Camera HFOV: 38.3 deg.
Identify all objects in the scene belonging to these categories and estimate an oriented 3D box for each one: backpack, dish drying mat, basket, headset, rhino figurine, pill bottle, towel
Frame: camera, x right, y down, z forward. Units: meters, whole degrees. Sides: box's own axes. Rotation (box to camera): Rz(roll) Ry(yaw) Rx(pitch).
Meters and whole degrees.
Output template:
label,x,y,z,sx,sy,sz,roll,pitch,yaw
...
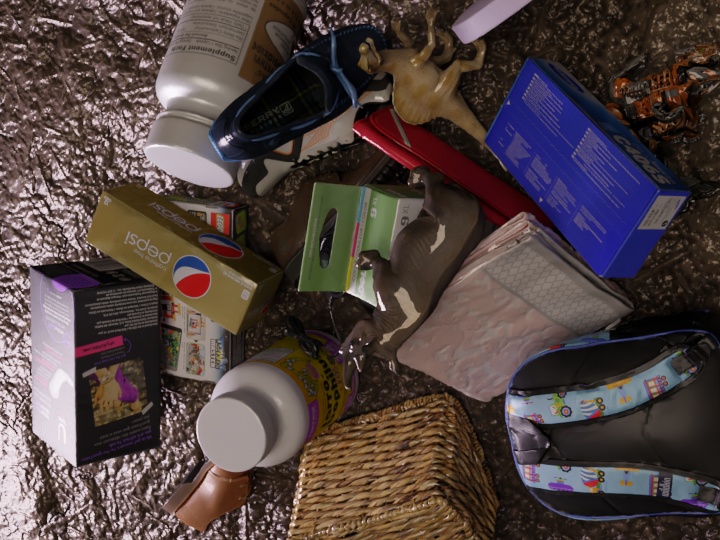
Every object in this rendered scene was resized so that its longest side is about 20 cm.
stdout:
label,x,y,z,sx,sy,sz,roll,pitch,yaw
backpack,0.241,0.134,0.949,0.200,0.135,0.183,-10,99,23
dish drying mat,0.090,-0.090,0.960,0.200,0.077,0.018,35,121,15
basket,0.042,0.242,1.095,0.200,0.149,0.143,-22,126,25
headset,0.000,0.000,1.031,0.200,0.123,0.094,-55,39,7
rhino figurine,0.036,0.012,0.870,0.087,0.060,0.200,27,86,53
pill bottle,-0.083,0.132,1.045,0.104,0.200,0.104,5,104,21
pill bottle,-0.132,-0.188,0.997,0.114,0.114,0.200,12,73,19
towel,0.130,0.045,0.956,0.191,0.200,0.032,-36,48,23

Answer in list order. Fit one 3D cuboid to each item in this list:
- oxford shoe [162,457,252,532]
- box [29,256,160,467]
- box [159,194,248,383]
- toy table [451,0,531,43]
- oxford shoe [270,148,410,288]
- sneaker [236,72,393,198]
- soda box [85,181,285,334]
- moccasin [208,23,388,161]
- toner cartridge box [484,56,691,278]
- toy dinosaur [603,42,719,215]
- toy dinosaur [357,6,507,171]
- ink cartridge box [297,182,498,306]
label,x,y,z,sx,sy,sz,roll,pitch,yaw
oxford shoe,-0.144,0.225,1.169,0.071,0.071,0.200,40,123,-1
box,-0.295,0.097,1.154,0.122,0.106,0.200,20,111,48
box,-0.182,0.022,1.152,0.110,0.035,0.200,8,104,20
toy table,0.133,-0.302,0.890,0.200,0.184,0.117,-39,102,12
oxford shoe,-0.022,-0.077,1.048,0.200,0.073,0.084,-43,69,17
sneaker,-0.047,-0.137,1.042,0.080,0.074,0.200,47,114,4
soda box,-0.185,-0.016,1.088,0.200,0.068,0.064,30,111,13
moccasin,-0.043,-0.159,0.938,0.080,0.200,0.068,51,157,-12
toner cartridge box,0.191,-0.093,0.907,0.200,0.043,0.095,58,133,39
toy dinosaur,0.252,-0.113,0.932,0.136,0.102,0.200,61,141,16
toy dinosaur,0.073,-0.179,0.982,0.058,0.200,0.101,18,80,58
ink cartridge box,0.048,-0.022,0.959,0.059,0.200,0.104,27,111,51
